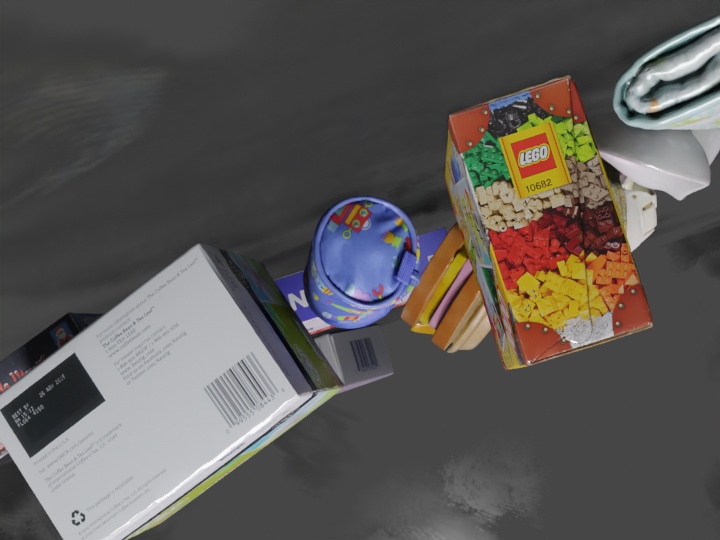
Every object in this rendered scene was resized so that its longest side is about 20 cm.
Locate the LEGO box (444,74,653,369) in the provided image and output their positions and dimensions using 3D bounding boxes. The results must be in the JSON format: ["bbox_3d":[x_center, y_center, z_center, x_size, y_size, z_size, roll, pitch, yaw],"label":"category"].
[{"bbox_3d":[0.111,-0.019,0.740,0.076,0.151,0.200,-17,173,2],"label":"LEGO box"}]

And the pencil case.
[{"bbox_3d":[0.000,0.000,0.888,0.086,0.079,0.200,18,171,-1],"label":"pencil case"}]

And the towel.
[{"bbox_3d":[0.261,-0.130,0.679,0.199,0.049,0.171,-21,172,29],"label":"towel"}]

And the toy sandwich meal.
[{"bbox_3d":[0.103,-0.017,0.961,0.206,0.070,0.205,-58,178,-3],"label":"toy sandwich meal"}]

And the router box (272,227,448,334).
[{"bbox_3d":[-0.010,0.021,1.193,0.198,0.049,0.180,-17,174,-6],"label":"router box"}]

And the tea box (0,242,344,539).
[{"bbox_3d":[-0.139,0.096,0.884,0.199,0.134,0.197,-36,173,6],"label":"tea box"}]

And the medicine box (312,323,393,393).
[{"bbox_3d":[-0.074,0.182,2.129,0.199,0.104,0.182,-21,173,30],"label":"medicine box"}]

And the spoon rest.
[{"bbox_3d":[0.219,-0.082,0.844,0.099,0.061,0.199,22,-163,27],"label":"spoon rest"}]

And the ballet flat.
[{"bbox_3d":[0.202,-0.048,0.914,0.070,0.071,0.200,-20,-166,17],"label":"ballet flat"}]

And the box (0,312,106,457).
[{"bbox_3d":[-0.284,0.106,0.981,0.199,0.038,0.137,-35,171,9],"label":"box"}]
